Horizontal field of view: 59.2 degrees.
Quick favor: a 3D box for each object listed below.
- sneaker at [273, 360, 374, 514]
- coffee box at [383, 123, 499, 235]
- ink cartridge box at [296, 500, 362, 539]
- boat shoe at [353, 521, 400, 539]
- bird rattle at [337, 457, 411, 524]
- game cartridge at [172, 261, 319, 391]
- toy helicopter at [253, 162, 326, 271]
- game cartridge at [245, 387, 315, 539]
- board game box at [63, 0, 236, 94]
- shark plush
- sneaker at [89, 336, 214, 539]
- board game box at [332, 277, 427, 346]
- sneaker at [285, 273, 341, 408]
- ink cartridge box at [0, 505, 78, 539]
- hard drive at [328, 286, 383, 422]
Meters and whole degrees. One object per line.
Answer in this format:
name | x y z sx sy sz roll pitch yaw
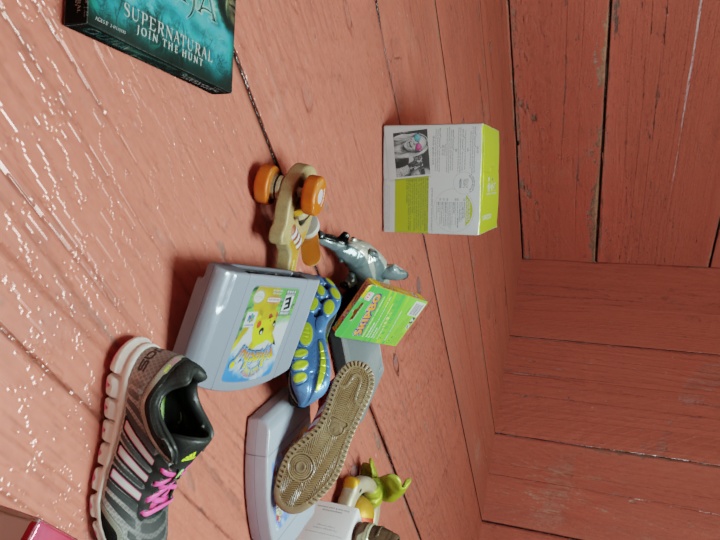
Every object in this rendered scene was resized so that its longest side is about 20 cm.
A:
sneaker | -0.045 0.216 0.827 0.202 0.070 0.113 -59 178 -14
coffee box | 0.165 -0.179 1.255 0.199 0.193 0.205 -20 112 -67
ink cartridge box | -0.058 0.463 0.904 0.201 0.082 0.149 -62 148 -50
boat shoe | 0.021 0.469 0.892 0.075 0.073 0.208 14 80 -69
bird rattle | -0.003 0.427 1.086 0.163 0.111 0.204 38 69 -52
game cartridge | -0.119 0.063 0.692 0.199 0.040 0.136 7 109 -65
toy helicopter | -0.088 -0.034 0.803 0.132 0.077 0.205 -24 126 -77
game cartridge | -0.103 0.267 0.827 0.133 0.041 0.205 -40 130 -68
board game box | -0.175 -0.252 0.565 0.199 0.028 0.139 -1 94 -70
shark plush | 0.000 0.000 0.977 0.084 0.090 0.200 -59 147 -10
sneaker | -0.173 0.163 0.546 0.074 0.086 0.205 7 87 -69
board game box | 0.031 0.068 0.994 0.096 0.030 0.199 -54 152 10
sneaker | -0.072 0.089 0.848 0.083 0.069 0.203 125 -24 -47
ink cartridge box | -0.223 0.267 0.430 0.202 0.082 0.147 69 32 -48
hard drive | -0.005 0.134 1.073 0.140 0.032 0.204 -59 146 -51
